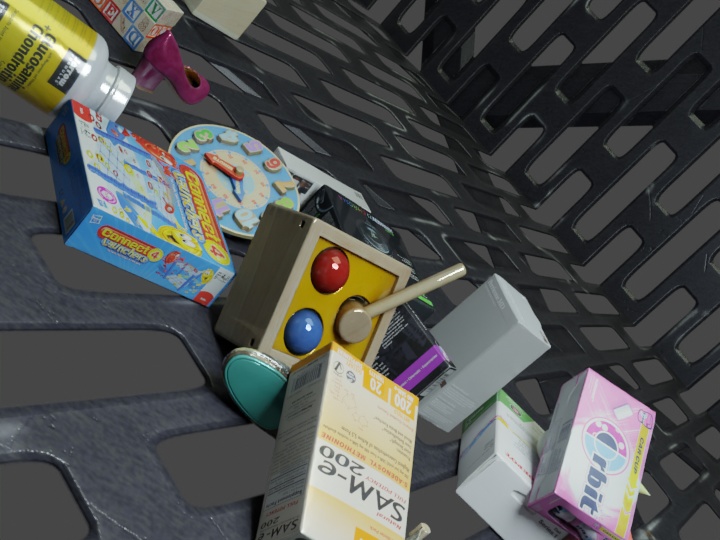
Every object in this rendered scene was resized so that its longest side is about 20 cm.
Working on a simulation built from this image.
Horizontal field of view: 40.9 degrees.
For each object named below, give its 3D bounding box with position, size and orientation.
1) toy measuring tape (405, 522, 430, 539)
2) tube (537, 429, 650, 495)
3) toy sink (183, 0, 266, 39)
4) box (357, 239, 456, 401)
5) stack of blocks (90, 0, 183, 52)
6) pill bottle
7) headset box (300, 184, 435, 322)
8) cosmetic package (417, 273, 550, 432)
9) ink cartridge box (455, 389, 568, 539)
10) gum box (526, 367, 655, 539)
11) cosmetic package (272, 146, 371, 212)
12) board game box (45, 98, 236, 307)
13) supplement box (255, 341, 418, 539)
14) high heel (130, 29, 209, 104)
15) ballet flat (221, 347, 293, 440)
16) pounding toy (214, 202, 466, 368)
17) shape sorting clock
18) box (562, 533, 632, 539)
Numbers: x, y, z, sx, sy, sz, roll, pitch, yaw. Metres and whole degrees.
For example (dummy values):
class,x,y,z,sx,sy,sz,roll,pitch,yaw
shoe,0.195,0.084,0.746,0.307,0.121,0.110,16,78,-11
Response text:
class,x,y,z,sx,sy,sz,roll,pitch,yaw
toy measuring tape,0.054,0.316,0.928,0.074,0.074,0.200,46,19,2
tube,0.324,0.267,1.335,0.198,0.051,0.059,22,63,-37
toy sink,-0.296,-0.589,1.942,0.129,0.112,0.202,21,31,-51
box,0.004,0.085,1.169,0.201,0.142,0.036,54,11,21
stack of blocks,-0.369,-0.456,1.513,0.201,0.115,0.058,49,19,7
pill bottle,-0.362,-0.248,1.110,0.199,0.112,0.113,34,22,-30
headset box,0.000,0.000,1.411,0.173,0.093,0.202,31,24,-36
cosmetic package,0.154,0.115,1.338,0.089,0.200,0.108,31,22,-35
ink cartridge box,0.209,0.274,1.314,0.145,0.084,0.200,44,19,-6
gum box,0.294,0.242,1.223,0.112,0.066,0.202,32,54,-8
cosmetic package,-0.078,-0.109,1.486,0.198,0.082,0.051,24,29,-46
board game box,-0.249,-0.076,1.090,0.194,0.056,0.202,28,26,-42
supplement box,-0.017,0.189,0.919,0.125,0.073,0.203,34,45,-28
high heel,-0.268,-0.313,1.467,0.068,0.096,0.199,50,19,16
ballet flat,-0.069,0.146,1.011,0.200,0.072,0.072,46,18,-17
pounding toy,-0.020,0.032,1.081,0.198,0.187,0.141,26,-3,-38
shape sorting clock,-0.170,-0.125,1.315,0.197,0.039,0.203,19,46,-20
box,0.306,0.353,1.334,0.094,0.103,0.200,42,20,-8
